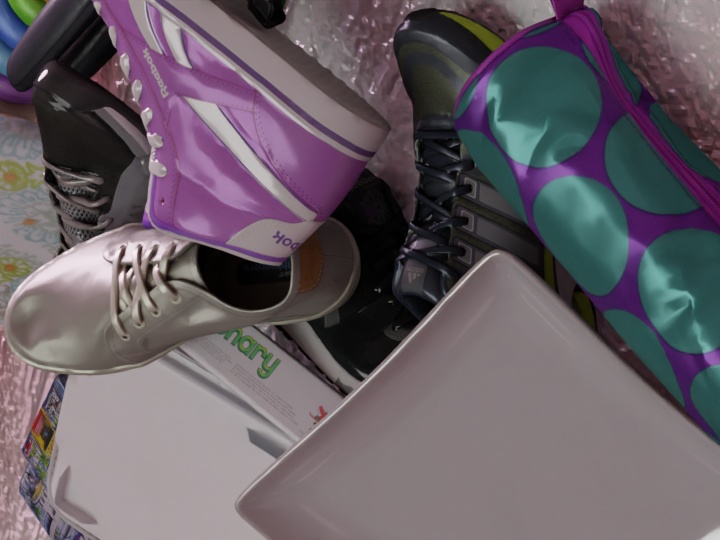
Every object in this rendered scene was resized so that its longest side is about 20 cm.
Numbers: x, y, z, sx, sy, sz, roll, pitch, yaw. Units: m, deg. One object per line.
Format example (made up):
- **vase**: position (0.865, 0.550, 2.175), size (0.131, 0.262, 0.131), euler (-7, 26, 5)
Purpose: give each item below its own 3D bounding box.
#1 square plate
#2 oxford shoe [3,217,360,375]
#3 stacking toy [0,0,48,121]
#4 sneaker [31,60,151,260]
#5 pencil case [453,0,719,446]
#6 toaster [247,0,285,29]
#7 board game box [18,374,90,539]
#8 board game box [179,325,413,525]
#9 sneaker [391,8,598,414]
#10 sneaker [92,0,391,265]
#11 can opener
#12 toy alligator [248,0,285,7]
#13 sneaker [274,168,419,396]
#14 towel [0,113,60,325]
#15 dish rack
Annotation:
- **square plate**: position (0.075, 0.110, 1.004), size (0.200, 0.028, 0.198), euler (41, 119, -8)
- **oxford shoe**: position (-0.098, 0.006, 1.084), size (0.199, 0.058, 0.076), euler (-11, 78, 24)
- **stacking toy**: position (-0.168, -0.163, 1.204), size (0.086, 0.085, 0.200), euler (57, 140, 7)
- **sneaker**: position (-0.145, -0.016, 1.160), size (0.075, 0.116, 0.200), euler (31, 164, 32)
- **pencil case**: position (0.126, -0.020, 0.906), size (0.200, 0.085, 0.093), euler (50, 138, 19)
- **toaster**: position (-0.047, -0.224, 0.969), size (0.129, 0.113, 0.201), euler (45, 139, 28)
- **board game box**: position (-0.143, 0.182, 1.413), size (0.200, 0.061, 0.200), euler (53, 144, 15)
- **board game box**: position (-0.024, 0.075, 1.139), size (0.200, 0.035, 0.126), euler (37, 176, 25)
- **sneaker**: position (0.051, -0.022, 1.005), size (0.074, 0.081, 0.201), euler (1, 113, 51)
- **sneaker**: position (-0.093, -0.083, 1.025), size (0.200, 0.073, 0.115), euler (43, 107, 20)
- **can opener**: position (-0.118, -0.149, 1.111), size (0.199, 0.063, 0.079), euler (-32, 57, 34)
- **toy alligator**: position (-0.085, -0.078, 1.166), size (0.059, 0.054, 0.200), euler (49, 143, 19)
- **sneaker**: position (0.000, 0.000, 1.098), size (0.200, 0.075, 0.088), euler (34, 128, 32)
- **towel**: position (-0.227, -0.032, 1.300), size (0.200, 0.170, 0.048), euler (115, 165, -56)
- **dish rack**: position (-0.104, 0.119, 1.277), size (0.199, 0.043, 0.173), euler (29, 120, 25)
